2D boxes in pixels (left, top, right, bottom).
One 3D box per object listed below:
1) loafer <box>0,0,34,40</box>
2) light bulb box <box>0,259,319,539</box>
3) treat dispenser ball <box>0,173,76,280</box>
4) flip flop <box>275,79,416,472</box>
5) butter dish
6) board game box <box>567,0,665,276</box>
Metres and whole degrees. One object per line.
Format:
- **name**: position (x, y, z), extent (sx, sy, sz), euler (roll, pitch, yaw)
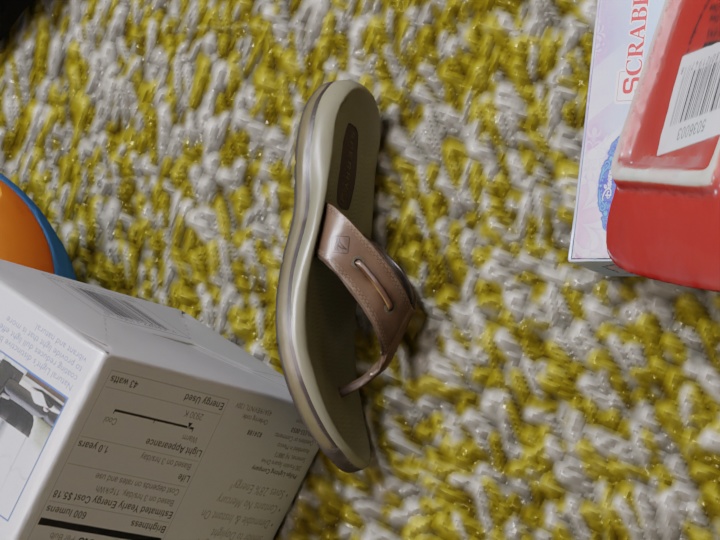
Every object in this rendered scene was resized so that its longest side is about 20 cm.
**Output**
- **loafer**: position (-0.215, -0.193, 1.343), extent (0.200, 0.073, 0.071), euler (-39, 61, 22)
- **light bulb box**: position (-0.147, 0.117, 1.136), extent (0.125, 0.198, 0.200), euler (30, 96, 34)
- **treat dispenser ball**: position (-0.250, 0.030, 1.232), extent (0.200, 0.201, 0.202), euler (-10, 72, 33)
- **flip flop**: position (0.000, 0.000, 1.148), extent (0.057, 0.081, 0.201), euler (-2, 71, 20)
- **butter dish**: position (0.204, -0.073, 0.928), extent (0.200, 0.147, 0.200), euler (-163, 92, -78)
- **board game box**: position (0.199, -0.097, 1.044), extent (0.199, 0.041, 0.201), euler (1, 79, 35)
